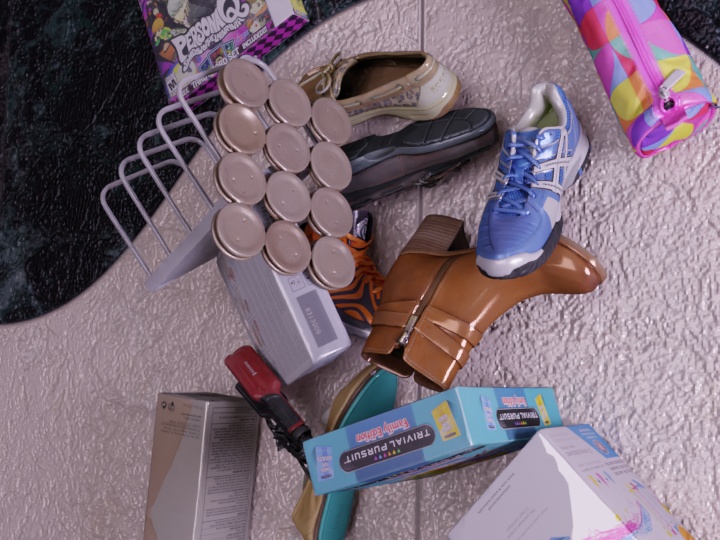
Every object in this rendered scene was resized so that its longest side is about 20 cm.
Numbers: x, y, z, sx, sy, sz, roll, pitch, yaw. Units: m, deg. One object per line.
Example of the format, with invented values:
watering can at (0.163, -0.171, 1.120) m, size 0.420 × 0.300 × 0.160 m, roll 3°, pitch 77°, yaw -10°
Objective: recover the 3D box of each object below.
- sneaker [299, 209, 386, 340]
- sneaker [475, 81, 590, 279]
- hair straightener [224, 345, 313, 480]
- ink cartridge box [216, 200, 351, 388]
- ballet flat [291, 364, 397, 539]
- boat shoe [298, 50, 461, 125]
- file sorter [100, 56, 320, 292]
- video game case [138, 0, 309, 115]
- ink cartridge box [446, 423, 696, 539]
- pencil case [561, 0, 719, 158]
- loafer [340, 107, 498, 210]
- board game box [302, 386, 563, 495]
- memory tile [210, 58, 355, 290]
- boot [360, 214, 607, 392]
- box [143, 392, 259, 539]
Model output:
sneaker at (0.000, 0.000, 0.981) m, size 0.198 × 0.077 × 0.114 m, roll 23°, pitch 98°, yaw 32°
sneaker at (0.138, -0.077, 0.843) m, size 0.074 × 0.078 × 0.202 m, roll 0°, pitch 47°, yaw 30°
hair straightener at (-0.072, 0.149, 0.991) m, size 0.041 × 0.078 × 0.199 m, roll -32°, pitch 37°, yaw -21°
ink cartridge box at (-0.083, 0.029, 0.992) m, size 0.162 × 0.047 × 0.200 m, roll 64°, pitch 160°, yaw 7°
ballet flat at (-0.024, 0.176, 0.986) m, size 0.063 × 0.068 × 0.204 m, roll 26°, pitch 97°, yaw 46°
boat shoe at (0.007, -0.191, 0.992) m, size 0.197 × 0.063 × 0.075 m, roll 3°, pitch 65°, yaw 37°
file sorter at (-0.155, -0.098, 1.005) m, size 0.126 × 0.138 × 0.199 m, roll 54°, pitch 133°, yaw 4°
video game case at (-0.166, -0.310, 1.148) m, size 0.198 × 0.036 × 0.184 m, roll -29°, pitch 68°, yaw 27°
ink cartridge box at (0.194, 0.242, 0.799) m, size 0.200 × 0.128 × 0.126 m, roll 47°, pitch 108°, yaw 27°
pencil case at (0.233, -0.197, 0.851) m, size 0.088 × 0.088 × 0.203 m, roll -32°, pitch 68°, yaw 25°
loafer at (0.052, -0.107, 0.978) m, size 0.197 × 0.072 × 0.064 m, roll -10°, pitch 120°, yaw 32°
board game box at (0.069, 0.144, 0.848) m, size 0.149 × 0.199 × 0.048 m, roll -24°, pitch 73°, yaw 28°
memory tile at (-0.069, -0.088, 0.911) m, size 0.017 × 0.151 × 0.204 m, roll -28°, pitch 54°, yaw 45°
boot at (0.102, 0.033, 0.870) m, size 0.197 × 0.077 × 0.157 m, roll 15°, pitch 62°, yaw 28°
box at (-0.169, 0.235, 1.055) m, size 0.076 × 0.094 × 0.205 m, roll 4°, pitch 85°, yaw 33°
